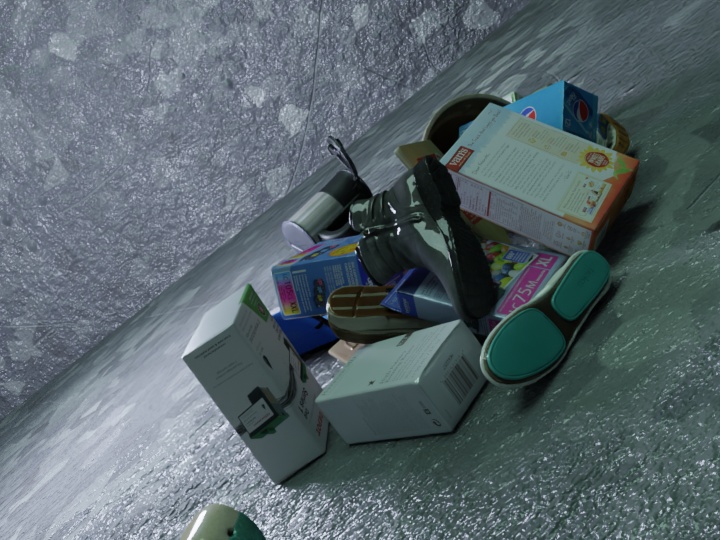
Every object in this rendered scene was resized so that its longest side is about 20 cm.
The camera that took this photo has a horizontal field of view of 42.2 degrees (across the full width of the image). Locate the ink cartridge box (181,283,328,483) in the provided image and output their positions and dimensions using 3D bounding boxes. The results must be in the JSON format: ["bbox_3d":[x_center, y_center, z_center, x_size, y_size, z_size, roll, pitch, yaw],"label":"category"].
[{"bbox_3d":[-0.123,0.140,1.169,0.083,0.202,0.146,-31,15,11],"label":"ink cartridge box"}]

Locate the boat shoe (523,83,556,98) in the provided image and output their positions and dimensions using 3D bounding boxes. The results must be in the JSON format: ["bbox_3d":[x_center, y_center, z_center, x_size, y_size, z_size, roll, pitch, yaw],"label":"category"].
[{"bbox_3d":[0.239,-0.154,1.280,0.066,0.073,0.204,-3,68,51],"label":"boat shoe"}]

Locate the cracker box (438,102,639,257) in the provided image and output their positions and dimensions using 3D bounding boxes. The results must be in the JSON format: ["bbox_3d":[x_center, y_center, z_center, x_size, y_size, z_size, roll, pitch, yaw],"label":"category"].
[{"bbox_3d":[0.202,-0.105,1.076,0.134,0.197,0.058,-48,-27,-34],"label":"cracker box"}]

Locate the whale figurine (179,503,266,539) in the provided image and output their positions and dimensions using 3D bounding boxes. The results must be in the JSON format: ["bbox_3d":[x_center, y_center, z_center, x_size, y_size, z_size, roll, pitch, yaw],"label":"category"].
[{"bbox_3d":[-0.153,0.327,0.914,0.202,0.102,0.160,-60,4,27],"label":"whale figurine"}]

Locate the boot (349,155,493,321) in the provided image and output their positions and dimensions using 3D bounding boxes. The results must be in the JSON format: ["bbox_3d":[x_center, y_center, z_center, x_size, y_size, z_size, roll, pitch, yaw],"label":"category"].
[{"bbox_3d":[0.064,-0.013,1.037,0.131,0.069,0.203,-33,58,30],"label":"boot"}]

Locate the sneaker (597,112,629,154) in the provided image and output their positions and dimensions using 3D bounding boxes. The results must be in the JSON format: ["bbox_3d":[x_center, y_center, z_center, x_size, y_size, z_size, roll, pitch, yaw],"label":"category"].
[{"bbox_3d":[0.297,-0.122,1.205,0.088,0.075,0.201,-52,2,39],"label":"sneaker"}]

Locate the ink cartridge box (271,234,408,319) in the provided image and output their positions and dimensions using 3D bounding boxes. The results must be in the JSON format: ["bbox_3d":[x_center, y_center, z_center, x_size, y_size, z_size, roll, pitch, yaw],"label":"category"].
[{"bbox_3d":[0.000,0.000,1.240,0.197,0.078,0.136,-7,14,32],"label":"ink cartridge box"}]

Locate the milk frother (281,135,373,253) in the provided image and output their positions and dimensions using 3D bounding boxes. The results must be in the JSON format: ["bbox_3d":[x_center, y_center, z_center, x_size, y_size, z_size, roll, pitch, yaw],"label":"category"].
[{"bbox_3d":[-0.077,-0.152,1.987,0.188,0.201,0.179,-45,19,-25],"label":"milk frother"}]

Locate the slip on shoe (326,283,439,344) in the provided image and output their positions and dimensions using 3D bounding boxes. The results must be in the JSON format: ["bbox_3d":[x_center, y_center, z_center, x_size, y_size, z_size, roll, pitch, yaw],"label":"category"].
[{"bbox_3d":[0.057,0.058,1.126,0.195,0.061,0.077,-3,45,2],"label":"slip on shoe"}]

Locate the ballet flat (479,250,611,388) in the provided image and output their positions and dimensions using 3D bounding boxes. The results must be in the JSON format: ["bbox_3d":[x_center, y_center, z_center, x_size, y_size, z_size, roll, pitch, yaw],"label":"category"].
[{"bbox_3d":[0.182,0.057,0.936,0.200,0.070,0.069,-42,14,-29],"label":"ballet flat"}]

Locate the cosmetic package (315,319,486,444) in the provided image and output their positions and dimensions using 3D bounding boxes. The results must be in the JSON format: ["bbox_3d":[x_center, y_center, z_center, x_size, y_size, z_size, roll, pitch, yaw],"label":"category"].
[{"bbox_3d":[0.045,0.127,1.032,0.199,0.075,0.102,-20,23,52],"label":"cosmetic package"}]

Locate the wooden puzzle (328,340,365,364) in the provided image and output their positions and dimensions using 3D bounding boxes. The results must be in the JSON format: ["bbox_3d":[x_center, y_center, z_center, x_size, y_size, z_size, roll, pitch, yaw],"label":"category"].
[{"bbox_3d":[0.053,0.072,1.258,0.185,0.047,0.200,-41,9,-10],"label":"wooden puzzle"}]

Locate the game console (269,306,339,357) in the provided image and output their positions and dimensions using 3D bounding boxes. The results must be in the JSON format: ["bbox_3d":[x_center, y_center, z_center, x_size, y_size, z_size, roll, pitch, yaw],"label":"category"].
[{"bbox_3d":[-0.097,0.074,1.500,0.198,0.169,0.120,-26,45,43],"label":"game console"}]

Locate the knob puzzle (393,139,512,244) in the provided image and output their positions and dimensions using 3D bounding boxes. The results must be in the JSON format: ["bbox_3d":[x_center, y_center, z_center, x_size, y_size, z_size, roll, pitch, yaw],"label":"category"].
[{"bbox_3d":[0.126,-0.079,1.192,0.030,0.219,0.220,-42,11,19],"label":"knob puzzle"}]

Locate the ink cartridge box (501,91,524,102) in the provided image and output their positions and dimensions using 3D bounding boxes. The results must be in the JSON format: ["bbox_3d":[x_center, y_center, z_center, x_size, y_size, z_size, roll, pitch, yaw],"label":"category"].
[{"bbox_3d":[0.219,-0.205,1.509,0.198,0.144,0.049,-25,62,43],"label":"ink cartridge box"}]

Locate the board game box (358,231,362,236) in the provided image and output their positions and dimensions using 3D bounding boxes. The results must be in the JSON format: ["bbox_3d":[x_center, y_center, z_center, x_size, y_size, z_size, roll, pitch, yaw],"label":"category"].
[{"bbox_3d":[0.053,-0.044,1.460,0.200,0.103,0.024,-60,-9,-71],"label":"board game box"}]

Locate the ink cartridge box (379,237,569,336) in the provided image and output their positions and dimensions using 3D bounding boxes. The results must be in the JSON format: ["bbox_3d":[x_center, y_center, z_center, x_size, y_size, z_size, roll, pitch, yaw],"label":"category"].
[{"bbox_3d":[0.126,0.013,1.065,0.197,0.043,0.120,11,45,37],"label":"ink cartridge box"}]

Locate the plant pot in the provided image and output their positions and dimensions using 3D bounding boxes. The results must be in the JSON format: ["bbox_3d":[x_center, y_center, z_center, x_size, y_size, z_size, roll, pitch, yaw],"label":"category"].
[{"bbox_3d":[0.153,-0.133,1.385,0.200,0.201,0.183,-43,3,-18],"label":"plant pot"}]

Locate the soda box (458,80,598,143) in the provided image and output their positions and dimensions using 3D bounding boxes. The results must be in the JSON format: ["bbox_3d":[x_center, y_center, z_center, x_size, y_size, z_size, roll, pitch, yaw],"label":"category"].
[{"bbox_3d":[0.211,-0.173,1.201,0.199,0.063,0.069,-17,64,55],"label":"soda box"}]
